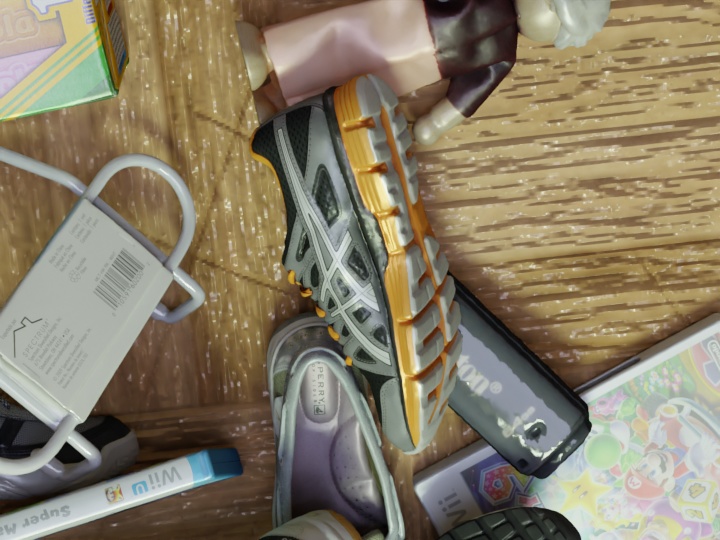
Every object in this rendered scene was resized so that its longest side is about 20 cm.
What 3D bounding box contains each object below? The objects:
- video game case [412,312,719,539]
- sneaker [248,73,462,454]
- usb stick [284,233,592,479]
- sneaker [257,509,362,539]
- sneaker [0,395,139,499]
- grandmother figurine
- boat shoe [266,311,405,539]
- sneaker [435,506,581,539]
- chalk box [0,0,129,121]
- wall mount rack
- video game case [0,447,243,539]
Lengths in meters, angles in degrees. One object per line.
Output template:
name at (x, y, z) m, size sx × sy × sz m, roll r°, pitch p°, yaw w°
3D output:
video game case at (0.148, 0.132, 1.267) m, size 0.199 × 0.018 × 0.144 m, roll -28°, pitch 105°, yaw 5°
sneaker at (0.000, 0.000, 1.164) m, size 0.077 × 0.078 × 0.202 m, roll -10°, pitch 101°, yaw 19°
usb stick at (0.043, 0.033, 1.218) m, size 0.200 × 0.033 × 0.055 m, roll 43°, pitch 95°, yaw -7°
sneaker at (-0.080, 0.204, 1.201) m, size 0.076 × 0.087 × 0.201 m, roll 47°, pitch 119°, yaw 21°
sneaker at (-0.217, 0.065, 1.199) m, size 0.198 × 0.075 × 0.115 m, roll -2°, pitch 91°, yaw -17°
grandmother figurine at (0.036, -0.127, 1.176) m, size 0.198 × 0.061 × 0.122 m, roll -14°, pitch 132°, yaw -3°
boat shoe at (-0.014, 0.126, 1.230) m, size 0.074 × 0.065 × 0.204 m, roll -6°, pitch 109°, yaw -1°
sneaker at (0.060, 0.201, 1.243) m, size 0.200 × 0.087 × 0.076 m, roll -49°, pitch 66°, yaw 23°
chalk box at (-0.227, -0.133, 1.122) m, size 0.198 × 0.125 × 0.125 m, roll -12°, pitch 105°, yaw 1°
wall mount rack at (-0.180, 0.010, 1.160) m, size 0.174 × 0.074 × 0.201 m, roll 41°, pitch 57°, yaw -15°
video game case at (-0.165, 0.132, 1.186) m, size 0.198 × 0.143 × 0.018 m, roll -18°, pitch 85°, yaw 2°
